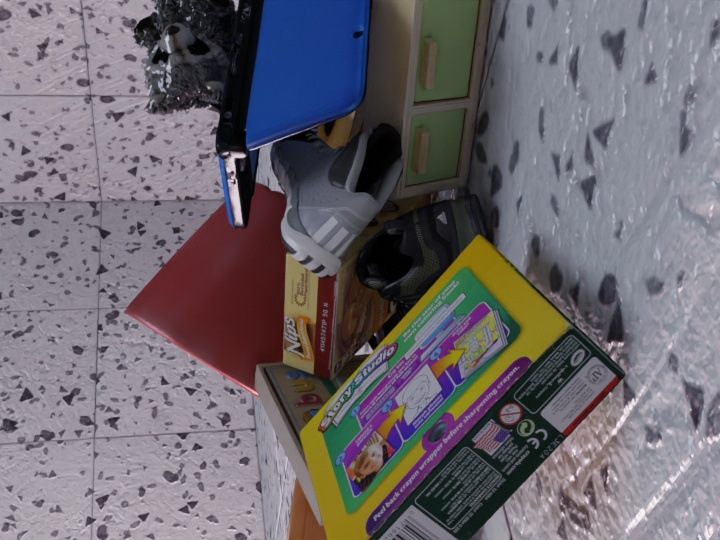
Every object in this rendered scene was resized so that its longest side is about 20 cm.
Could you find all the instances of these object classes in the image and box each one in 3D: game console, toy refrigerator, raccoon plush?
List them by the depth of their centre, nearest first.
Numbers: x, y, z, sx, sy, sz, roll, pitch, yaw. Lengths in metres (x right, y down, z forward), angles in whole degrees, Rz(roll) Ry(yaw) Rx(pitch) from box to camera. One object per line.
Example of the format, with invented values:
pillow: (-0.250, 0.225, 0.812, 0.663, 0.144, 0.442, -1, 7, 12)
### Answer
toy refrigerator: (0.054, -0.165, 0.796, 0.070, 0.075, 0.201, 43, 136, 48)
game console: (-0.050, -0.157, 0.814, 0.171, 0.117, 0.201, 91, -178, -57)
raccoon plush: (-0.130, -0.164, 0.895, 0.200, 0.096, 0.135, 41, -150, -51)

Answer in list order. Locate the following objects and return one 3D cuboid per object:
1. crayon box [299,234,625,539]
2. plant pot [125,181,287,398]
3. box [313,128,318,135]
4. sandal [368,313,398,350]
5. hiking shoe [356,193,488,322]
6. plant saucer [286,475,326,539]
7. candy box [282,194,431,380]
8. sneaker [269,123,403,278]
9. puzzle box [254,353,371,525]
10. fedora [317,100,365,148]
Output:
crayon box: (0.053, 0.090, 0.638, 0.200, 0.058, 0.173, -48, 20, 7)
plant pot: (-0.105, 0.021, 0.977, 0.178, 0.200, 0.200, -59, 8, -9)
box: (-0.053, -0.229, 1.291, 0.148, 0.104, 0.202, -158, 66, -78)
sandal: (0.026, 0.073, 1.089, 0.076, 0.043, 0.202, -169, 78, -79)
hiking shoe: (0.041, -0.005, 0.848, 0.200, 0.100, 0.076, 109, 156, -61)
plant saucer: (-0.039, 0.265, 0.957, 0.200, 0.037, 0.202, 3, -90, -83)
candy box: (0.000, 0.000, 0.909, 0.200, 0.055, 0.116, -42, -36, -52)
sneaker: (-0.012, -0.088, 0.815, 0.115, 0.075, 0.201, -44, 33, 22)
puzzle box: (-0.002, 0.132, 0.813, 0.200, 0.132, 0.026, -130, 41, -57)
fedora: (0.011, -0.206, 1.022, 0.201, 0.081, 0.202, -172, 90, -77)
